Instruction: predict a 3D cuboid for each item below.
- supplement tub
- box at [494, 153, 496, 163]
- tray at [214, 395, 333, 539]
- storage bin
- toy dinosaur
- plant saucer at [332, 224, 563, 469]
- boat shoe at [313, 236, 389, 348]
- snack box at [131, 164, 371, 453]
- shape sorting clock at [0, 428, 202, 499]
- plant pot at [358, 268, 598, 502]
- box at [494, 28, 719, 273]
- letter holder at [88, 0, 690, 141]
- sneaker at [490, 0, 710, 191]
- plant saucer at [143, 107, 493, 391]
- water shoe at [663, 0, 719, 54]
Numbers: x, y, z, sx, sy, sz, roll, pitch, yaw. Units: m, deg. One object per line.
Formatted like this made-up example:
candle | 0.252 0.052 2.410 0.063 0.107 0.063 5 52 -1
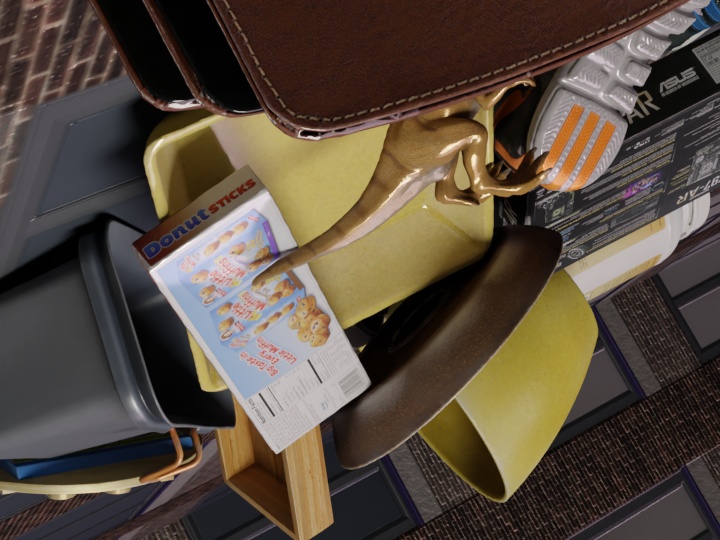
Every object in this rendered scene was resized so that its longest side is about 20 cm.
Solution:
supplement tub | 0.192 -0.050 1.273 0.199 0.145 0.144 -26 170 -17
box | 0.008 -0.065 0.957 0.199 0.050 0.198 -33 168 21
tray | -0.071 0.089 1.032 0.037 0.098 0.202 -29 129 -30
storage bin | -0.171 0.068 0.899 0.133 0.147 0.200 -20 171 6
toy dinosaur | 0.033 -0.062 0.745 0.201 0.106 0.060 -57 -154 8
plant saucer | 0.046 0.039 0.908 0.200 0.032 0.200 -46 -173 7
boat shoe | 0.000 0.000 0.955 0.066 0.070 0.200 -28 163 6
snack box | -0.052 0.028 0.779 0.072 0.024 0.201 -34 144 -6
shape sorting clock | -0.214 0.127 1.046 0.198 0.040 0.200 5 -166 -1
plant pot | 0.100 0.057 1.127 0.142 0.200 0.200 -38 172 -13
box | 0.189 -0.078 1.012 0.199 0.044 0.161 -27 156 -8
letter holder | 0.021 -0.112 0.479 0.199 0.143 0.101 -25 170 -23
sneaker | 0.123 -0.150 0.804 0.077 0.112 0.201 28 98 -34
plant saucer | -0.022 -0.048 0.786 0.199 0.049 0.201 -27 142 -17
water shoe | 0.196 -0.173 0.872 0.078 0.072 0.200 -28 171 -19
